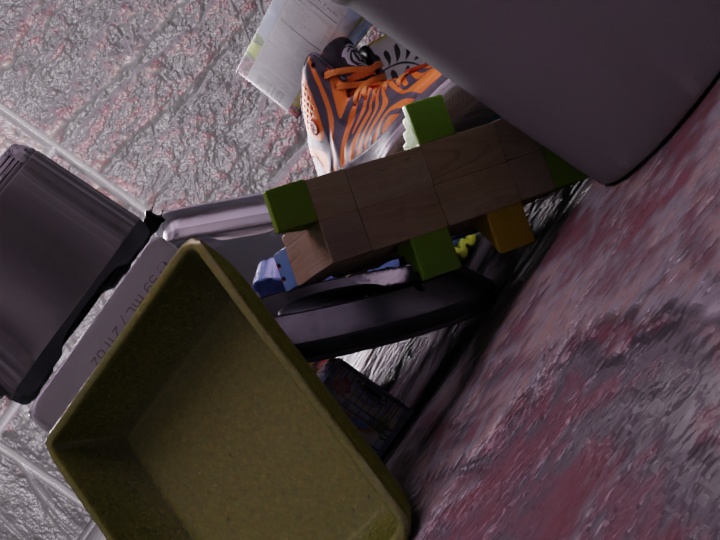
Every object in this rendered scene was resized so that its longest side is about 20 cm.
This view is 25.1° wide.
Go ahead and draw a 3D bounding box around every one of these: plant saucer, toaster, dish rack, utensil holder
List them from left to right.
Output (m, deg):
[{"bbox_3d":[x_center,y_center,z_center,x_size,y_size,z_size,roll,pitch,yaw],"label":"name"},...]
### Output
[{"bbox_3d":[-0.254,-0.006,1.250,0.201,0.129,0.114,-56,6,-17],"label":"toaster"},{"bbox_3d":[-0.069,0.113,0.908,0.048,0.200,0.200,-18,-26,-50],"label":"plant saucer"},{"bbox_3d":[-0.070,0.004,1.363,0.200,0.170,0.044,61,-156,-57],"label":"dish rack"},{"bbox_3d":[0.103,-0.168,0.904,0.170,0.199,0.170,-53,5,7],"label":"utensil holder"}]

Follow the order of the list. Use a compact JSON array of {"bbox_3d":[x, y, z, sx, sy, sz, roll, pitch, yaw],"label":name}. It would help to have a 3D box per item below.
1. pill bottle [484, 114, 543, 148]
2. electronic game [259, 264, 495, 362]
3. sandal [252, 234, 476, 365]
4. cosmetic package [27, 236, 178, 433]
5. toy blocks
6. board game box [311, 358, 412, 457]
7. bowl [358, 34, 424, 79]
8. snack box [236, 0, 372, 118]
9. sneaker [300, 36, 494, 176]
[{"bbox_3d":[0.119,-0.145,1.086,0.200,0.110,0.111,-49,8,45],"label":"pill bottle"},{"bbox_3d":[-0.014,0.032,1.005,0.198,0.042,0.200,-12,6,1],"label":"electronic game"},{"bbox_3d":[0.000,0.000,1.178,0.199,0.087,0.080,-31,-8,-29],"label":"sandal"},{"bbox_3d":[-0.134,0.104,1.276,0.168,0.199,0.166,-56,6,-13],"label":"cosmetic package"},{"bbox_3d":[0.022,-0.037,1.001,0.199,0.101,0.137,-18,-4,-21],"label":"toy blocks"},{"bbox_3d":[-0.061,0.157,1.079,0.201,0.061,0.200,-55,6,-9],"label":"board game box"},{"bbox_3d":[0.086,-0.149,1.299,0.199,0.095,0.201,-21,-4,-1],"label":"bowl"},{"bbox_3d":[0.000,-0.225,1.180,0.169,0.067,0.200,-55,2,-25],"label":"snack box"},{"bbox_3d":[0.014,-0.118,1.072,0.077,0.113,0.200,-11,-20,-39],"label":"sneaker"}]
